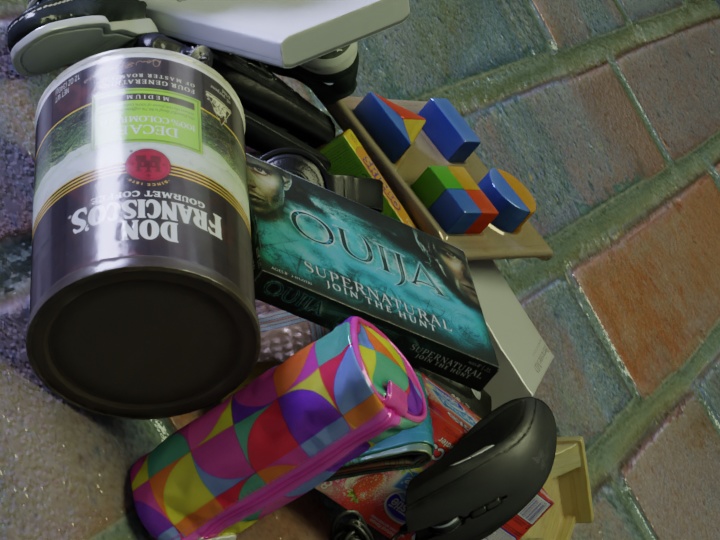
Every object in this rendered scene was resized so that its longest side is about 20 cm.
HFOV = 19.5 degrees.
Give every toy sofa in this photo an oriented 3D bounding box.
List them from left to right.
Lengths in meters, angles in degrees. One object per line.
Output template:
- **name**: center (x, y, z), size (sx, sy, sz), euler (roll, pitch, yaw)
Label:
- **toy sofa**: center (0.127, 0.215, 1.725), size (0.200, 0.097, 0.083), euler (-57, 139, -64)

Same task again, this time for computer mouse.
- **computer mouse**: center (0.080, 0.191, 1.513), size (0.046, 0.200, 0.141), euler (31, -33, 52)

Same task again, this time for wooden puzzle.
- **wooden puzzle**: center (0.074, -0.088, 1.787), size (0.185, 0.046, 0.200), euler (53, 24, 22)

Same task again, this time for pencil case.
- **pencil case**: center (-0.054, 0.113, 1.336), size (0.088, 0.200, 0.088), euler (46, 19, -21)

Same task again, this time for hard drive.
- **hard drive**: center (-0.079, -0.202, 1.607), size (0.132, 0.200, 0.027), euler (-27, 122, -37)

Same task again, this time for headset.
- **headset**: center (-0.075, -0.070, 1.581), size (0.200, 0.123, 0.094), euler (0, 87, -37)

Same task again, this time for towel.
- **towel**: center (-0.030, 0.075, 1.473), size (0.200, 0.146, 0.022), euler (-100, 179, -50)

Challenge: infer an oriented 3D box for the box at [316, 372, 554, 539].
- **box**: center (0.038, 0.140, 1.564), size (0.200, 0.100, 0.096), euler (38, 9, -39)

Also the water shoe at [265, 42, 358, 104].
- **water shoe**: center (-0.085, -0.201, 1.735), size (0.200, 0.071, 0.079), euler (36, -26, 28)

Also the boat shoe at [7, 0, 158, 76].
- **boat shoe**: center (-0.210, -0.183, 1.510), size (0.060, 0.075, 0.200), euler (61, 12, 1)

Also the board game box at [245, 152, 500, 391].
- **board game box**: center (0.000, 0.000, 1.472), size (0.200, 0.028, 0.135), euler (23, 32, -28)

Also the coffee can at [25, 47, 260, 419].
- **coffee can**: center (-0.143, -0.025, 1.369), size (0.146, 0.146, 0.200), euler (39, 31, -38)

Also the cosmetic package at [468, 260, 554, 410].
- **cosmetic package**: center (0.077, 0.028, 1.813), size (0.200, 0.081, 0.113), euler (55, 22, -8)

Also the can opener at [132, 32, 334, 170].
- **can opener**: center (-0.098, -0.127, 1.598), size (0.200, 0.079, 0.064), euler (18, 71, -36)

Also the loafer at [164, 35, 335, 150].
- **loafer**: center (-0.088, -0.144, 1.692), size (0.200, 0.068, 0.071), euler (21, 64, -50)

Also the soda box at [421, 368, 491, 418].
- **soda box**: center (0.022, 0.077, 1.664), size (0.200, 0.071, 0.063), euler (45, 27, -29)

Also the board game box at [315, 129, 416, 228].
- **board game box**: center (0.007, -0.007, 1.700), size (0.200, 0.095, 0.030), euler (57, 24, -7)
